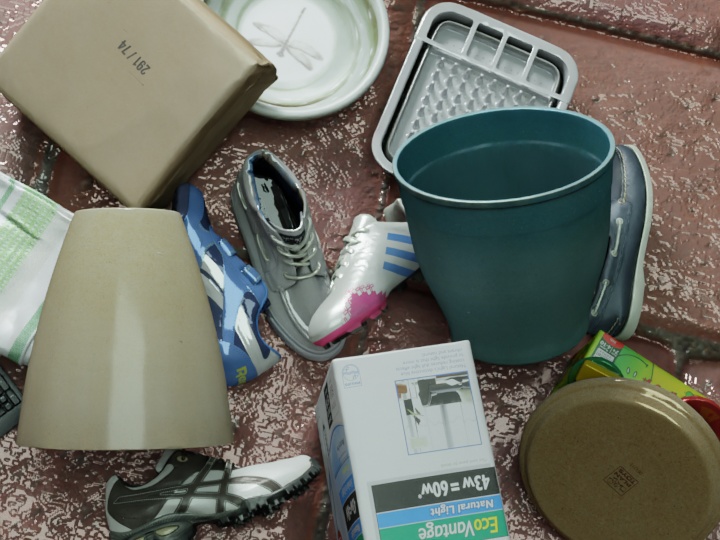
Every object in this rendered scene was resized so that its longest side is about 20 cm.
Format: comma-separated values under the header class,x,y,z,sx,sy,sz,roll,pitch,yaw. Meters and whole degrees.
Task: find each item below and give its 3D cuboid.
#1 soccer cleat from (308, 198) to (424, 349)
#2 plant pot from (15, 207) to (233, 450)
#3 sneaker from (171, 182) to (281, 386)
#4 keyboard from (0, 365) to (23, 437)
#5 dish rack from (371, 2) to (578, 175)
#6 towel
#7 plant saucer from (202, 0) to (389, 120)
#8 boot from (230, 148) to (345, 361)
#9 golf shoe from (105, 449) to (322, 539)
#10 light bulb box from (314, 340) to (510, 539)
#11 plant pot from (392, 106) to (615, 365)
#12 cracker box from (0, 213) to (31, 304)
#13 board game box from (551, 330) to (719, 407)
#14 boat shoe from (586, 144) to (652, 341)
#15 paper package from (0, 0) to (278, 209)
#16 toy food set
class,x,y,z,sx,sy,sz,roll,pitch,yaw
soccer cleat,0.000,0.000,1.412,0.087,0.070,0.200,56,42,-4
plant pot,-0.204,0.050,1.309,0.186,0.187,0.201,0,87,-8
sneaker,-0.131,0.013,1.418,0.082,0.074,0.201,-13,83,-11
keyboard,-0.404,0.144,1.352,0.200,0.040,0.104,-38,82,-18
dish rack,0.113,-0.156,1.521,0.171,0.044,0.201,23,70,-1
towel,-0.346,-0.023,1.360,0.199,0.031,0.150,31,67,-1
plant saucer,-0.072,-0.236,1.517,0.199,0.050,0.201,2,73,-8
boot,-0.068,-0.015,1.421,0.073,0.096,0.201,-24,77,-15
golf shoe,-0.134,0.191,1.356,0.199,0.078,0.095,-19,76,-15
light bulb box,0.042,0.188,1.318,0.124,0.198,0.201,-8,72,-9
plant pot,0.140,-0.025,1.390,0.199,0.200,0.189,-17,119,-13
cracker box,-0.400,-0.036,1.401,0.133,0.058,0.201,-20,77,-16
board game box,0.286,0.141,1.419,0.199,0.102,0.048,32,72,3
boat shoe,0.240,-0.032,1.484,0.062,0.075,0.201,11,79,-22
paper package,-0.213,-0.184,1.422,0.200,0.103,0.191,42,94,5
toy food set,0.242,0.179,1.368,0.199,0.199,0.049,29,33,8
